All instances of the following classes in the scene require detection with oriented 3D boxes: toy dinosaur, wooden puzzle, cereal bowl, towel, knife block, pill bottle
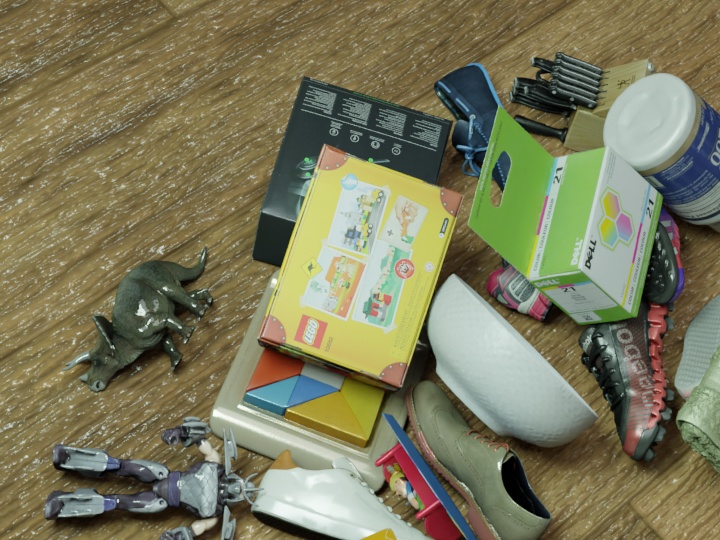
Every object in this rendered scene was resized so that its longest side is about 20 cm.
[{"bbox_3d":[-0.206,0.033,1.562,0.101,0.077,0.201,27,60,-2],"label":"toy dinosaur"},{"bbox_3d":[-0.035,0.105,1.573,0.183,0.037,0.201,21,57,2],"label":"wooden puzzle"},{"bbox_3d":[0.135,0.101,1.535,0.083,0.200,0.200,-46,73,3],"label":"cereal bowl"},{"bbox_3d":[0.408,0.154,1.563,0.200,0.036,0.149,42,70,-21],"label":"towel"},{"bbox_3d":[0.271,-0.169,1.803,0.174,0.200,0.065,-12,47,36],"label":"knife block"},{"bbox_3d":[0.360,-0.119,1.701,0.199,0.110,0.112,32,45,-39],"label":"pill bottle"}]

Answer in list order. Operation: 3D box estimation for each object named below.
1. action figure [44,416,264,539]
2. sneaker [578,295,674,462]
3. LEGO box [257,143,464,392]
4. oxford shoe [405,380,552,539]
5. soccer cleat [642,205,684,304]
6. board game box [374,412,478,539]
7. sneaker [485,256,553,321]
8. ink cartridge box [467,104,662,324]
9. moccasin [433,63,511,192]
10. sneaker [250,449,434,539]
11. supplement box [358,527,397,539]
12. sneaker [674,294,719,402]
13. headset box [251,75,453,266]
[{"bbox_3d":[-0.188,0.203,1.457,0.197,0.069,0.132,2,75,0],"label":"action figure"},{"bbox_3d":[0.269,0.104,1.614,0.097,0.071,0.202,11,55,-5],"label":"sneaker"},{"bbox_3d":[0.000,0.000,1.537,0.147,0.077,0.202,19,82,0],"label":"LEGO box"},{"bbox_3d":[0.118,0.180,1.522,0.070,0.075,0.201,-13,62,-51],"label":"oxford shoe"},{"bbox_3d":[0.318,-0.029,1.680,0.072,0.069,0.201,16,28,-20],"label":"soccer cleat"},{"bbox_3d":[0.055,0.208,1.449,0.039,0.200,0.159,-35,82,1],"label":"board game box"},{"bbox_3d":[0.195,-0.045,1.688,0.074,0.081,0.201,20,57,4],"label":"sneaker"},{"bbox_3d":[0.207,-0.058,1.573,0.199,0.075,0.149,37,59,-36],"label":"ink cartridge box"},{"bbox_3d":[0.133,-0.146,1.751,0.067,0.081,0.201,-16,44,-4],"label":"moccasin"},{"bbox_3d":[0.002,0.223,1.478,0.198,0.073,0.085,21,67,3],"label":"sneaker"},{"bbox_3d":[-0.045,0.347,1.319,0.195,0.201,0.134,-19,63,-21],"label":"supplement box"},{"bbox_3d":[0.394,0.101,1.646,0.105,0.075,0.201,49,40,-12],"label":"sneaker"},{"bbox_3d":[-0.009,-0.081,1.662,0.172,0.093,0.202,15,57,-2],"label":"headset box"}]
